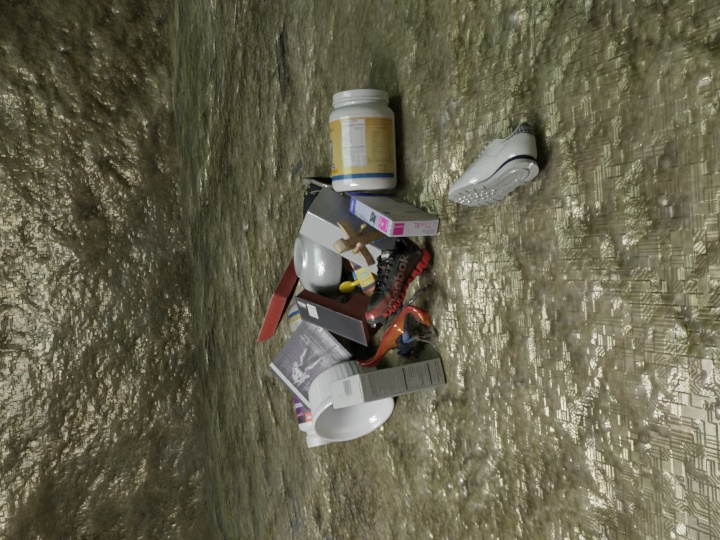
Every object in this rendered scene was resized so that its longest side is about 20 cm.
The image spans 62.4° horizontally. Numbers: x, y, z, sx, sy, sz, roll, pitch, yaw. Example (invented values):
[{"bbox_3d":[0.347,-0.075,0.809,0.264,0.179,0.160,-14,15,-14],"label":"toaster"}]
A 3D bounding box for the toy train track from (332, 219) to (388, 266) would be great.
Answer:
[{"bbox_3d":[0.026,-0.076,1.220,0.115,0.198,0.033,54,135,16],"label":"toy train track"}]

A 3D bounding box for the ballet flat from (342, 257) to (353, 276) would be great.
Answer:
[{"bbox_3d":[-0.043,-0.068,1.500,0.068,0.067,0.200,-57,48,21],"label":"ballet flat"}]

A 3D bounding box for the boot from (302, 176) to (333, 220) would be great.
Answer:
[{"bbox_3d":[-0.106,-0.167,1.569,0.203,0.072,0.157,-156,66,-66],"label":"boot"}]

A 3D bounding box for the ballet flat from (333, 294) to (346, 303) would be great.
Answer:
[{"bbox_3d":[-0.029,0.094,1.419,0.196,0.067,0.068,5,76,25],"label":"ballet flat"}]

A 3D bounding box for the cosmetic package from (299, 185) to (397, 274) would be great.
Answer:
[{"bbox_3d":[-0.020,-0.086,1.286,0.072,0.198,0.102,-60,2,44],"label":"cosmetic package"}]

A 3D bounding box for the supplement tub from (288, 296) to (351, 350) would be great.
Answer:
[{"bbox_3d":[-0.101,0.179,1.532,0.144,0.142,0.204,-36,63,57],"label":"supplement tub"}]

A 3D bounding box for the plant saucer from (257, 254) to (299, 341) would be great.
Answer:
[{"bbox_3d":[-0.197,0.063,1.535,0.202,0.036,0.201,-68,2,-46],"label":"plant saucer"}]

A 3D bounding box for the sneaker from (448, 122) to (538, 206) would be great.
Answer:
[{"bbox_3d":[0.220,-0.169,0.997,0.199,0.075,0.082,-26,61,55],"label":"sneaker"}]

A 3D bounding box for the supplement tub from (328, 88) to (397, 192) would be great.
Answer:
[{"bbox_3d":[0.005,-0.274,1.278,0.144,0.142,0.205,6,100,60],"label":"supplement tub"}]

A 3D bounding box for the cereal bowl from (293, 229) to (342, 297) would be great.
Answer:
[{"bbox_3d":[-0.111,-0.034,1.430,0.200,0.082,0.205,179,90,-71],"label":"cereal bowl"}]

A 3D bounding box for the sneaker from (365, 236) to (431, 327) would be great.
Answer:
[{"bbox_3d":[0.058,0.015,1.175,0.098,0.202,0.070,46,156,-24],"label":"sneaker"}]

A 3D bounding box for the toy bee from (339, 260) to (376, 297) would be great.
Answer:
[{"bbox_3d":[0.000,0.000,1.351,0.131,0.109,0.200,-45,64,2],"label":"toy bee"}]

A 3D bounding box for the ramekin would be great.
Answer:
[{"bbox_3d":[-0.028,0.302,1.390,0.099,0.197,0.202,-113,33,-41],"label":"ramekin"}]

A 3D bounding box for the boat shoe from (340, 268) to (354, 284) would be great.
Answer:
[{"bbox_3d":[-0.094,0.006,1.560,0.199,0.089,0.072,9,102,60],"label":"boat shoe"}]

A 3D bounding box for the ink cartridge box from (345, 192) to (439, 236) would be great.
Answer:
[{"bbox_3d":[0.059,-0.119,1.232,0.200,0.117,0.043,40,126,51],"label":"ink cartridge box"}]

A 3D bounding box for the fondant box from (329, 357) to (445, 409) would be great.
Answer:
[{"bbox_3d":[0.053,0.232,1.219,0.144,0.197,0.059,-31,67,58],"label":"fondant box"}]

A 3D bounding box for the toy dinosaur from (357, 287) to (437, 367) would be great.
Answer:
[{"bbox_3d":[0.085,0.134,1.210,0.105,0.199,0.182,48,169,25],"label":"toy dinosaur"}]

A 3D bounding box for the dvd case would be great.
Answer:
[{"bbox_3d":[-0.123,0.220,1.438,0.149,0.016,0.201,43,114,12],"label":"dvd case"}]

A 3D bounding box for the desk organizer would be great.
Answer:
[{"bbox_3d":[-0.047,0.089,1.330,0.198,0.077,0.073,17,136,35],"label":"desk organizer"}]

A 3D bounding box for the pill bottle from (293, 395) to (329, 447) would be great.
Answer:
[{"bbox_3d":[-0.127,0.383,1.662,0.111,0.110,0.204,-34,66,58],"label":"pill bottle"}]
